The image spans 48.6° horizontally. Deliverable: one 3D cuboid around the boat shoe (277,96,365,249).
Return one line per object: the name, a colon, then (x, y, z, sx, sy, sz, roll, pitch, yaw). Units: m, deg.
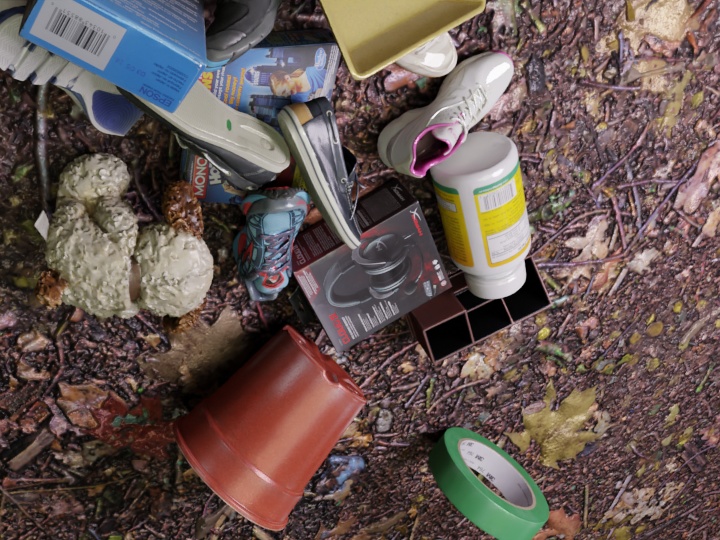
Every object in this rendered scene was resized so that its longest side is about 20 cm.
boat shoe: (-0.030, -0.105, 0.888, 0.062, 0.075, 0.202, -31, 131, -10)

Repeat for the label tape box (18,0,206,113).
label tape box: (-0.219, -0.252, 0.731, 0.143, 0.202, 0.063, 24, 125, -32)

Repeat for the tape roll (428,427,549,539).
tape roll: (0.198, 0.330, 1.233, 0.199, 0.201, 0.048, 26, 108, -32)

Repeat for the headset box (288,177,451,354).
headset box: (0.000, 0.000, 1.033, 0.198, 0.077, 0.150, -30, 126, -5)

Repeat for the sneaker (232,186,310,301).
sneaker: (-0.096, -0.024, 0.912, 0.078, 0.097, 0.200, -6, 159, -17)

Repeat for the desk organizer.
desk organizer: (0.166, 0.046, 1.127, 0.197, 0.077, 0.072, -25, 126, -6)

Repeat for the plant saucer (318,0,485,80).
plant saucer: (0.017, -0.324, 0.814, 0.199, 0.048, 0.202, -34, 111, -25)

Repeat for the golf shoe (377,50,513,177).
golf shoe: (0.115, -0.183, 0.962, 0.199, 0.092, 0.075, -41, 124, 3)

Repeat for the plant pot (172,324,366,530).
plant pot: (-0.107, 0.192, 1.043, 0.196, 0.201, 0.200, -48, 125, 1)

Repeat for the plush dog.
plush dog: (-0.244, -0.009, 0.861, 0.168, 0.161, 0.203, 3, 118, -4)

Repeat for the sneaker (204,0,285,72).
sneaker: (-0.115, -0.278, 0.790, 0.082, 0.073, 0.202, 47, 56, -28)

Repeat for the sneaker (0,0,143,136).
sneaker: (-0.291, -0.223, 0.782, 0.080, 0.116, 0.199, -41, 155, 8)

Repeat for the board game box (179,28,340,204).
board game box: (-0.139, -0.178, 0.880, 0.197, 0.062, 0.203, 4, 117, -23)

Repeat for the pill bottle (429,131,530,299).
pill bottle: (0.162, -0.066, 1.036, 0.111, 0.113, 0.202, -23, 125, -7)

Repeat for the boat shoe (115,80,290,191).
boat shoe: (-0.166, -0.144, 0.808, 0.199, 0.073, 0.067, 30, 137, -34)

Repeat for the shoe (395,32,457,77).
shoe: (0.040, -0.277, 0.897, 0.199, 0.054, 0.070, 29, 106, -33)
